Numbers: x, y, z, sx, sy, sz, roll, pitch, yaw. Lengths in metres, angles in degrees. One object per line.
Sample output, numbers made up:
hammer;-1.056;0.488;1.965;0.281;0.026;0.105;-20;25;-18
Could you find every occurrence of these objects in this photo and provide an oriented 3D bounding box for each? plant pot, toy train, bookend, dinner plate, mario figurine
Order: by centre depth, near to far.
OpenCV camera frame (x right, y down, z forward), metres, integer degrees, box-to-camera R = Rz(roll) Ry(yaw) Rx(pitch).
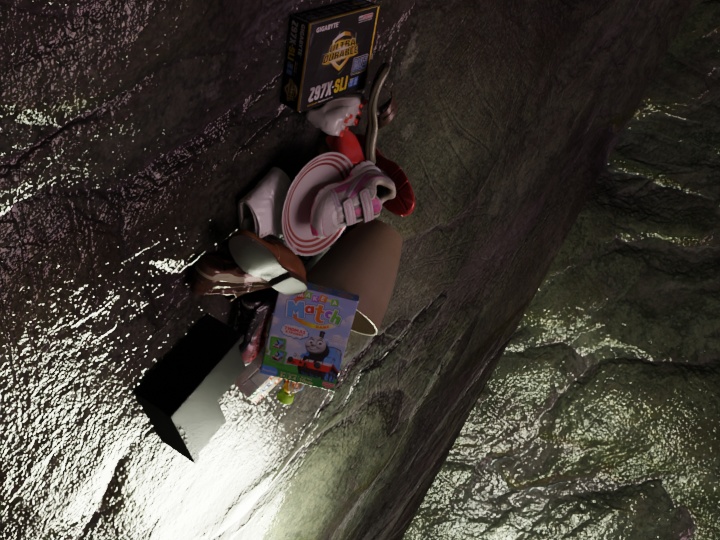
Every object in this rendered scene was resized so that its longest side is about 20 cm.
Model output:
dinner plate;-0.078;-0.124;1.602;0.200;0.024;0.200;-31;134;-38
bookend;-0.297;0.221;1.623;0.200;0.092;0.199;-50;155;-26
mario figurine;-0.066;-0.187;1.693;0.106;0.123;0.200;12;120;-22
plant pot;0.000;0.000;1.780;0.200;0.187;0.187;-59;156;-18
toy train;-0.150;0.248;1.899;0.116;0.085;0.200;-61;-179;31

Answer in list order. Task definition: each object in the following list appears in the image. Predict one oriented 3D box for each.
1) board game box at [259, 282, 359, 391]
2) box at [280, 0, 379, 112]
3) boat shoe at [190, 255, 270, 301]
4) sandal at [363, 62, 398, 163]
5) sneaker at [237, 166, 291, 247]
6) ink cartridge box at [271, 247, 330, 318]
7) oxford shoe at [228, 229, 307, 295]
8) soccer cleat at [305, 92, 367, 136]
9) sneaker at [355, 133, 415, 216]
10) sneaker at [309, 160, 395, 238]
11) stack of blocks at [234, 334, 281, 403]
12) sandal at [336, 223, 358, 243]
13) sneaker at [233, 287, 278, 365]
board game box;-0.099;0.123;1.671;0.037;0.151;0.200;-82;-174;-69
box;-0.052;-0.379;1.526;0.200;0.049;0.160;-32;144;-47
boat shoe;-0.229;0.017;1.574;0.202;0.075;0.075;7;119;-52
sandal;0.041;-0.296;1.649;0.080;0.057;0.201;-84;180;-59
sneaker;-0.167;-0.081;1.595;0.116;0.074;0.200;-45;142;-27
ink cartridge box;-0.131;0.030;1.808;0.200;0.039;0.099;-51;153;-25
oxford shoe;-0.165;-0.027;1.542;0.200;0.071;0.071;42;39;-50
soccer cleat;-0.041;-0.299;1.614;0.069;0.078;0.200;-66;175;25
sneaker;0.058;-0.189;1.765;0.078;0.200;0.116;-37;164;14
sneaker;-0.011;-0.125;1.592;0.200;0.088;0.081;-44;141;-27
stack of blocks;-0.171;0.176;1.784;0.200;0.059;0.115;-44;165;-9
sandal;-0.044;-0.116;1.832;0.075;0.045;0.200;-43;135;-45
sneaker;-0.211;0.091;1.679;0.201;0.071;0.098;-63;156;-1
